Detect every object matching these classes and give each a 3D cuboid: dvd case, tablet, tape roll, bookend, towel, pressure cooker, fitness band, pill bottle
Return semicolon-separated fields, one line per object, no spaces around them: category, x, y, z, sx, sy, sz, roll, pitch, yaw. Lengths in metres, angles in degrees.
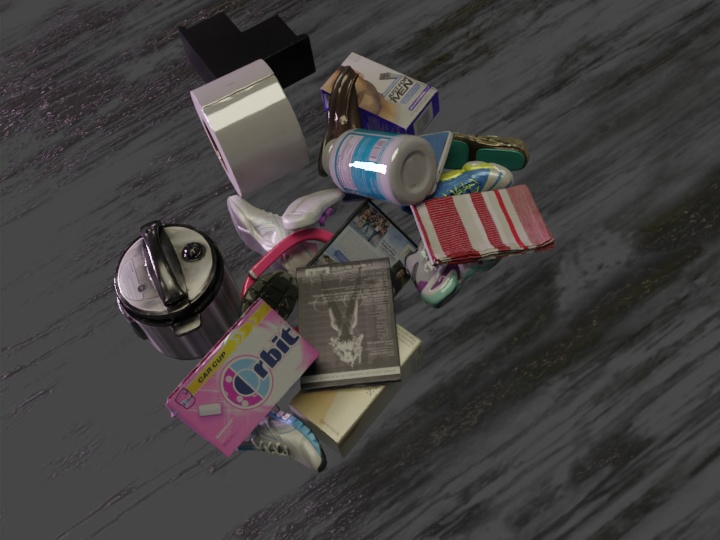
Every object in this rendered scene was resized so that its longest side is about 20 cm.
dvd case;-0.020;0.079;1.193;0.147;0.016;0.202;-6;62;3
tablet;0.062;-0.175;1.373;0.199;0.014;0.131;-2;58;41
dvd case;0.000;0.000;1.286;0.143;0.018;0.200;43;71;-6
tape roll;-0.194;-0.248;1.397;0.138;0.203;0.203;-27;59;-8
bookend;-0.227;-0.437;1.579;0.198;0.092;0.200;-32;59;-13
towel;0.191;-0.075;1.254;0.198;0.023;0.145;-9;47;-8
pressure cooker;-0.286;0.025;1.246;0.174;0.201;0.180;18;64;17
fitness band;-0.098;0.022;1.278;0.200;0.037;0.144;-43;94;-18
pill bottle;0.023;-0.175;1.311;0.199;0.111;0.111;19;60;47

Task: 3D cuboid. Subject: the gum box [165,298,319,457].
gum box;-0.167;0.151;1.110;0.113;0.066;0.200;43;80;-8

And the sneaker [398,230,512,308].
sneaker;0.150;-0.049;1.284;0.199;0.078;0.140;-36;75;-14

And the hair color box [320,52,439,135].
hair color box;0.036;-0.319;1.487;0.199;0.065;0.110;28;68;24

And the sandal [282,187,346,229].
sandal;-0.080;-0.095;1.339;0.082;0.050;0.203;-4;18;22

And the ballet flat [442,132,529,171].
ballet flat;0.198;-0.215;1.408;0.198;0.068;0.076;5;38;5

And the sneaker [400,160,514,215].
sneaker;0.156;-0.123;1.340;0.198;0.076;0.106;-1;49;21

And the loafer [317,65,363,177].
loafer;-0.026;-0.263;1.430;0.070;0.073;0.202;11;98;1

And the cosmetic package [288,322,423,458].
cosmetic package;-0.003;0.166;1.195;0.105;0.071;0.200;32;68;23

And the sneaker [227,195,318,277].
sneaker;-0.152;-0.064;1.363;0.080;0.071;0.200;-38;69;-21

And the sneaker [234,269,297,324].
sneaker;-0.163;0.088;1.204;0.075;0.079;0.201;32;70;-5

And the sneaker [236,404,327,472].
sneaker;-0.135;0.244;1.161;0.199;0.075;0.087;30;54;32
